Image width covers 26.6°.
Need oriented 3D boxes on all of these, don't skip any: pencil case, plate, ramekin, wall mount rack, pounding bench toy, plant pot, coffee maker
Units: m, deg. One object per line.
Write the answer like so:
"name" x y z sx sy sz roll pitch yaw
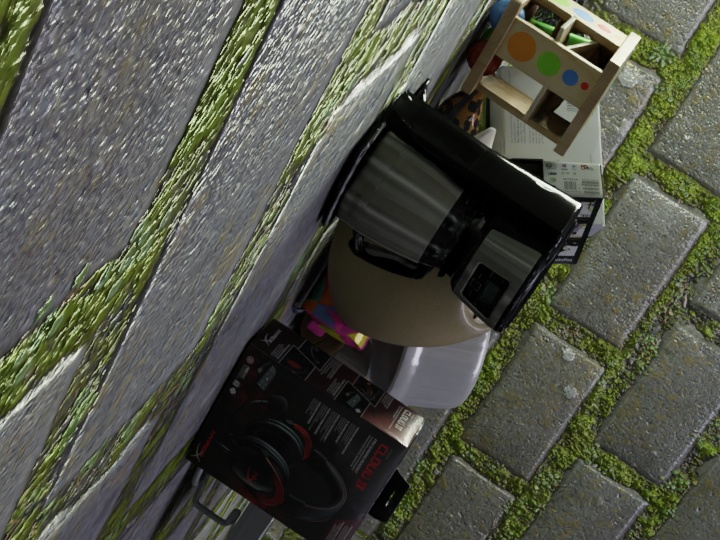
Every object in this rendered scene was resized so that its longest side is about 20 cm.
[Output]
"pencil case" 0.014 -0.014 1.601 0.201 0.088 0.088 -56 175 -5
"plate" -0.086 0.232 1.653 0.200 0.032 0.200 -57 176 18
"ramekin" 0.080 0.062 1.729 0.200 0.097 0.202 -169 -90 -79
"wall mount rack" -0.109 0.181 1.656 0.175 0.074 0.200 -60 176 13
"pounding bench toy" 0.219 -0.251 1.736 0.125 0.155 0.200 -59 174 31
"plant pot" 0.085 -0.006 1.511 0.199 0.134 0.202 -22 123 -38
"coffee maker" 0.096 -0.067 1.380 0.193 0.199 0.135 -55 176 -24

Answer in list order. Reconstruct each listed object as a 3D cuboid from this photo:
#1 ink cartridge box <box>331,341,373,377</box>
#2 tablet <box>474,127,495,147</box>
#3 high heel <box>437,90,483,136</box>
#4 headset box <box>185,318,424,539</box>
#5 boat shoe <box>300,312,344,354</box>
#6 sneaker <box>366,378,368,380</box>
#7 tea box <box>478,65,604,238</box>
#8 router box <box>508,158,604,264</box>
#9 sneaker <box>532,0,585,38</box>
"ink cartridge box" -0.047 0.127 1.819 0.160 0.047 0.200 -47 -173 20
"tablet" 0.100 -0.088 1.831 0.130 0.014 0.200 -31 158 -18
"high heel" 0.129 -0.170 1.836 0.143 0.071 0.200 -53 169 23
"headset box" -0.045 0.167 1.462 0.149 0.199 0.075 -58 176 24
"boat shoe" 0.000 0.000 1.679 0.200 0.073 0.063 -52 -177 5
"sneaker" 0.068 0.092 1.982 0.201 0.076 0.089 -59 159 -31
"tea box" 0.215 -0.133 1.939 0.197 0.132 0.202 141 -50 -74
"router box" 0.166 -0.068 1.751 0.150 0.198 0.051 101 -9 -59
"sneaker" 0.219 -0.326 1.831 0.078 0.089 0.200 -31 153 -9
